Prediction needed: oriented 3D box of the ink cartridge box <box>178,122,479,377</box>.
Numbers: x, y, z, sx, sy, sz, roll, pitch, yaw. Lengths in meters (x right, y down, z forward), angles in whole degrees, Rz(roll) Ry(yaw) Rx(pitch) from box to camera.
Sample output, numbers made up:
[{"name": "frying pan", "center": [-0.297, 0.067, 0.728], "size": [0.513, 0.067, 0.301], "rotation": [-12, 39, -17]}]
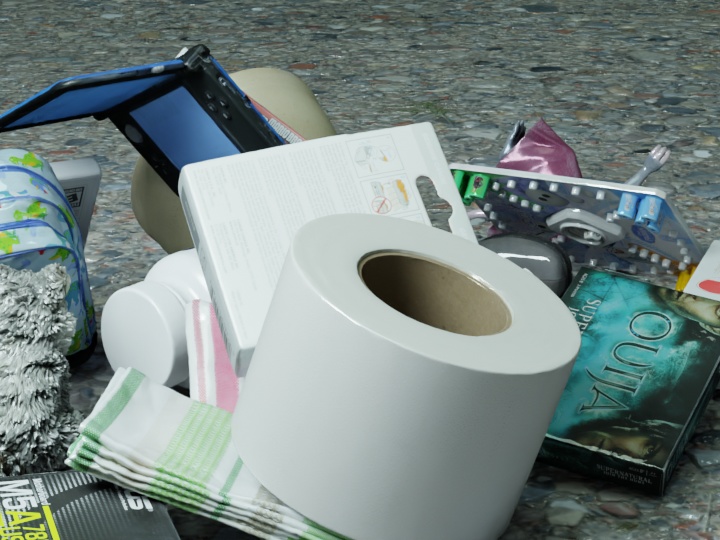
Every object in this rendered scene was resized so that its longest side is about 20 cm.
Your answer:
[{"name": "ink cartridge box", "center": [-0.019, -0.020, 1.462], "size": [0.198, 0.047, 0.161], "rotation": [-11, 61, -16]}]

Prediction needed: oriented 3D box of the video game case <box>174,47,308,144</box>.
[{"name": "video game case", "center": [-0.070, -0.096, 1.626], "size": [0.199, 0.017, 0.143], "rotation": [37, -12, 4]}]

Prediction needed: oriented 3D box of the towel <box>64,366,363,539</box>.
[{"name": "towel", "center": [-0.083, 0.123, 1.304], "size": [0.198, 0.031, 0.149], "rotation": [20, 19, 0]}]

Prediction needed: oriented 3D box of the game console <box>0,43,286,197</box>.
[{"name": "game console", "center": [-0.180, -0.100, 1.573], "size": [0.118, 0.171, 0.200], "rotation": [-48, 16, -25]}]

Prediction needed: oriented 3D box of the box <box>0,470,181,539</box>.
[{"name": "box", "center": [-0.205, 0.179, 1.196], "size": [0.191, 0.048, 0.200], "rotation": [-5, 18, -15]}]

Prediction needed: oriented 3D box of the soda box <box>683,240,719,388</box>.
[{"name": "soda box", "center": [0.302, 0.034, 1.609], "size": [0.067, 0.064, 0.200], "rotation": [5, 18, 18]}]

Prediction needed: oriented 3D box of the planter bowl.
[{"name": "planter bowl", "center": [-0.088, -0.060, 1.775], "size": [0.199, 0.201, 0.135], "rotation": [-12, 48, -35]}]

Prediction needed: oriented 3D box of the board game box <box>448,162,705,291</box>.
[{"name": "board game box", "center": [0.194, -0.031, 1.726], "size": [0.198, 0.026, 0.200], "rotation": [9, -17, 28]}]

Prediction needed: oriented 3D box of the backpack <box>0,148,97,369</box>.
[{"name": "backpack", "center": [-0.279, -0.001, 1.523], "size": [0.161, 0.202, 0.154], "rotation": [-6, 34, -15]}]

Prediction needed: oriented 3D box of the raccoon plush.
[{"name": "raccoon plush", "center": [-0.236, 0.076, 1.378], "size": [0.096, 0.135, 0.200], "rotation": [-2, 17, -9]}]

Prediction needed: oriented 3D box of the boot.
[{"name": "boot", "center": [0.073, 0.018, 1.713], "size": [0.198, 0.070, 0.131], "rotation": [1, 20, 33]}]

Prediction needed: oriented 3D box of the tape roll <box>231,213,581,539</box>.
[{"name": "tape roll", "center": [0.028, 0.071, 1.292], "size": [0.201, 0.140, 0.203], "rotation": [17, 23, -7]}]

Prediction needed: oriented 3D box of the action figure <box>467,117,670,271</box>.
[{"name": "action figure", "center": [0.206, -0.052, 1.849], "size": [0.199, 0.134, 0.149], "rotation": [34, 64, 19]}]

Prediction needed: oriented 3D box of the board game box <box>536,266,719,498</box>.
[{"name": "board game box", "center": [0.188, 0.075, 1.436], "size": [0.134, 0.028, 0.200], "rotation": [14, 39, 21]}]

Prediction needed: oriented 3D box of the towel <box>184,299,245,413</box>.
[{"name": "towel", "center": [-0.027, 0.073, 1.442], "size": [0.198, 0.030, 0.147], "rotation": [-3, 50, -10]}]

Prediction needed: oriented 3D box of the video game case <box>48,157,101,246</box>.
[{"name": "video game case", "center": [-0.318, -0.009, 1.610], "size": [0.198, 0.183, 0.023], "rotation": [-10, 51, -29]}]

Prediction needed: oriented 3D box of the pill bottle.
[{"name": "pill bottle", "center": [-0.105, 0.031, 1.565], "size": [0.110, 0.112, 0.199], "rotation": [14, 22, 39]}]
